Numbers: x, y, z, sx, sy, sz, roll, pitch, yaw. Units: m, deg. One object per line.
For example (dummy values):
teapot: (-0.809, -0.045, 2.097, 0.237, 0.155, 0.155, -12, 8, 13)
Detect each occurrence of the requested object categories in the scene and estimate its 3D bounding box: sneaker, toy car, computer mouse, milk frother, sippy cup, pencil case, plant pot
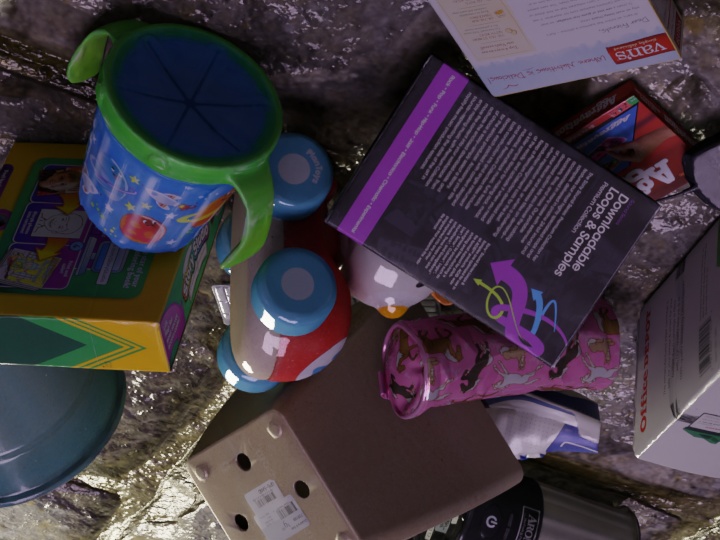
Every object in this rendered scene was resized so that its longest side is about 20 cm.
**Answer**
sneaker: (0.110, 0.151, 1.786, 0.198, 0.116, 0.081, 11, -169, 7)
toy car: (0.000, 0.000, 1.562, 0.198, 0.178, 0.184, 3, 160, -13)
computer mouse: (0.234, -0.059, 1.475, 0.199, 0.034, 0.059, -25, 109, 20)
milk frother: (0.140, 0.274, 1.995, 0.187, 0.181, 0.200, 21, -171, -18)
sippy cup: (-0.141, -0.086, 1.458, 0.139, 0.179, 0.131, 10, 140, -23)
pencil case: (0.113, 0.069, 1.637, 0.199, 0.083, 0.087, -6, 123, -27)
plant pot: (-0.024, 0.157, 1.690, 0.199, 0.177, 0.201, -32, 89, 42)
plant pot: (-0.326, 0.066, 1.725, 0.199, 0.201, 0.197, -3, 138, 18)

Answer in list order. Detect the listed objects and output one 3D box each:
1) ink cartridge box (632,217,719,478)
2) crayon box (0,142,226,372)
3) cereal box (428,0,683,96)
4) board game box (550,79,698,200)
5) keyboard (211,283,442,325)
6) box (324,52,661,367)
ink cartridge box: (0.290, 0.053, 1.574, 0.084, 0.147, 0.200, 14, 148, -11)
crayon box: (-0.207, -0.013, 1.542, 0.171, 0.201, 0.059, 3, 133, 10)
cereal box: (0.112, -0.198, 1.326, 0.143, 0.040, 0.200, -9, 144, 26)
board game box: (0.152, -0.059, 1.509, 0.199, 0.020, 0.103, -32, 132, 29)
keyboard: (-0.028, 0.031, 1.747, 0.198, 0.011, 0.056, 1, 147, 13)
box: (0.095, -0.043, 1.452, 0.199, 0.036, 0.143, 33, 100, -4)
